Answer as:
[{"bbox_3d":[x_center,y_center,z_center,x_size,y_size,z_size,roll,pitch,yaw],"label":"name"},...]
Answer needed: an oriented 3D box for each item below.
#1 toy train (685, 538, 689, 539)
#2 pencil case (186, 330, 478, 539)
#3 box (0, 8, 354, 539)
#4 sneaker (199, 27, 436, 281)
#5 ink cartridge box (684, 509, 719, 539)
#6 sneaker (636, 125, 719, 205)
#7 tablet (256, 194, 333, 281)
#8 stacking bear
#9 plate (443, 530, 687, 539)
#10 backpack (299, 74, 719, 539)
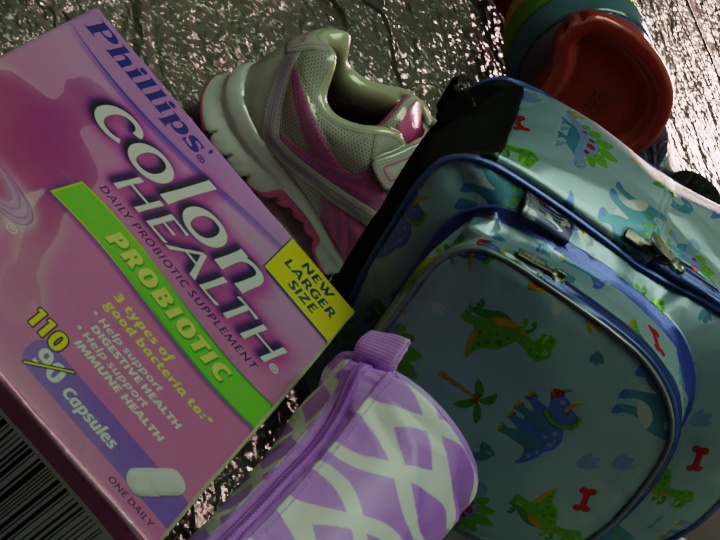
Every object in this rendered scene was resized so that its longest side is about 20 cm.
[{"bbox_3d":[0.127,0.133,0.922,0.200,0.034,0.046,40,37,-20],"label":"toy train"},{"bbox_3d":[-0.040,0.116,0.603,0.200,0.084,0.086,-46,126,-33],"label":"pencil case"},{"bbox_3d":[-0.122,0.015,0.649,0.176,0.097,0.200,50,30,-4],"label":"box"},{"bbox_3d":[0.010,-0.044,0.866,0.200,0.088,0.081,46,32,-13],"label":"sneaker"},{"bbox_3d":[0.252,0.102,1.059,0.146,0.084,0.200,48,32,6],"label":"ink cartridge box"},{"bbox_3d":[0.206,-0.041,1.164,0.200,0.077,0.085,-107,172,-59],"label":"sneaker"},{"bbox_3d":[0.000,0.000,0.908,0.130,0.014,0.200,53,31,0],"label":"tablet"},{"bbox_3d":[0.147,-0.172,1.190,0.113,0.122,0.200,20,33,-24],"label":"stacking bear"},{"bbox_3d":[0.097,0.182,0.747,0.199,0.032,0.200,24,38,13],"label":"plate"},{"bbox_3d":[0.088,0.040,0.751,0.200,0.183,0.147,28,37,-6],"label":"backpack"}]
